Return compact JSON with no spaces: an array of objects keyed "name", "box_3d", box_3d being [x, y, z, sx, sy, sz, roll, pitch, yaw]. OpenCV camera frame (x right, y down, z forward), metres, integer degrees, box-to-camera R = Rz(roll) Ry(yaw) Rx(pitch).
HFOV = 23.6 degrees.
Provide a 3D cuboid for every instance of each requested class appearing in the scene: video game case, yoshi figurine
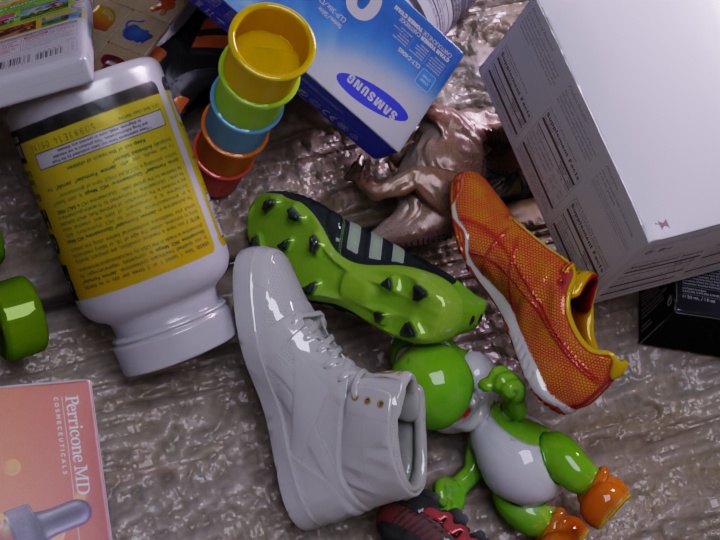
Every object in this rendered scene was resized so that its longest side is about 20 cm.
[{"name":"video game case","box_3d":[-0.279,-0.143,1.178,0.199,0.023,0.182,-16,30,0]},{"name":"yoshi figurine","box_3d":[0.088,0.119,1.214,0.112,0.112,0.200,-40,78,-19]}]

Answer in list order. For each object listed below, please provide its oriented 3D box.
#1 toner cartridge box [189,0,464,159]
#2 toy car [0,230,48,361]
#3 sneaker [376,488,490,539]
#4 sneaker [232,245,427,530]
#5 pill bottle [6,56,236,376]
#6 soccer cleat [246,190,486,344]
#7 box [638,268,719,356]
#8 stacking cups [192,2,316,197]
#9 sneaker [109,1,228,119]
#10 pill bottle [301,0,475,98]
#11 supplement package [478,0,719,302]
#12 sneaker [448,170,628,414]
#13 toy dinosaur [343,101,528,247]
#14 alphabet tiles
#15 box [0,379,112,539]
[{"name":"toner cartridge box","box_3d":[-0.030,-0.179,1.218,0.200,0.043,0.095,39,72,-17]},{"name":"toy car","box_3d":[-0.299,-0.023,1.100,0.164,0.200,0.158,-19,56,-24]},{"name":"sneaker","box_3d":[0.063,0.242,1.170,0.098,0.071,0.201,-31,79,-27]},{"name":"sneaker","box_3d":[-0.013,0.068,1.182,0.074,0.115,0.201,-10,82,-60]},{"name":"pill bottle","box_3d":[-0.158,-0.036,1.184,0.112,0.112,0.201,-22,97,-23]},{"name":"soccer cleat","box_3d":[0.000,0.000,1.245,0.200,0.068,0.081,30,16,33]},{"name":"box","box_3d":[0.323,-0.004,1.347,0.199,0.079,0.142,10,67,-11]},{"name":"stacking cups","box_3d":[-0.085,-0.106,1.209,0.060,0.200,0.061,8,62,-14]},{"name":"sneaker","box_3d":[-0.105,-0.171,1.310,0.090,0.070,0.200,43,69,2]},{"name":"pill bottle","box_3d":[0.023,-0.220,1.337,0.116,0.116,0.200,39,63,3]},{"name":"supplement package","box_3d":[0.206,-0.100,1.248,0.155,0.111,0.201,-14,72,-25]},{"name":"sneaker","box_3d":[0.125,0.006,1.218,0.077,0.073,0.200,-36,64,15]},{"name":"toy dinosaur","box_3d":[0.069,-0.072,1.307,0.135,0.086,0.201,32,68,-8]},{"name":"alphabet tiles","box_3d":[-0.209,-0.209,1.289,0.166,0.006,0.200,23,64,21]},{"name":"box","box_3d":[-0.264,0.163,1.093,0.199,0.106,0.153,-5,68,-17]}]
